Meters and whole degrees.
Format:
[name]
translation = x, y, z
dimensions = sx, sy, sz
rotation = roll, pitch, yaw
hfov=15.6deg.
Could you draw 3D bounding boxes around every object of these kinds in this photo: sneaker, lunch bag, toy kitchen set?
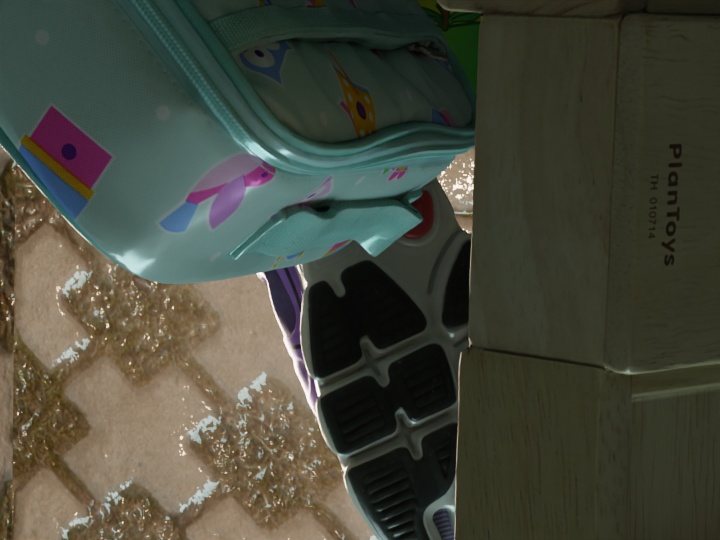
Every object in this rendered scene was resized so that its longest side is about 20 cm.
[sneaker]
translation = 0.000, 0.000, 0.872
dimensions = 0.080, 0.201, 0.083
rotation = -20, 177, -16
[lunch bag]
translation = -0.045, -0.073, 0.732
dimensions = 0.077, 0.161, 0.200
rotation = -42, 172, 19
[toy kitchen set]
translation = 0.047, -0.037, 0.632
dimensions = 0.180, 0.201, 0.163
rotation = 7, -172, 44

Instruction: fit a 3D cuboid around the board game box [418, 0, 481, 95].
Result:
[board game box]
translation = -0.021, -0.079, 0.954
dimensions = 0.199, 0.048, 0.102
rotation = 5, -175, 8
